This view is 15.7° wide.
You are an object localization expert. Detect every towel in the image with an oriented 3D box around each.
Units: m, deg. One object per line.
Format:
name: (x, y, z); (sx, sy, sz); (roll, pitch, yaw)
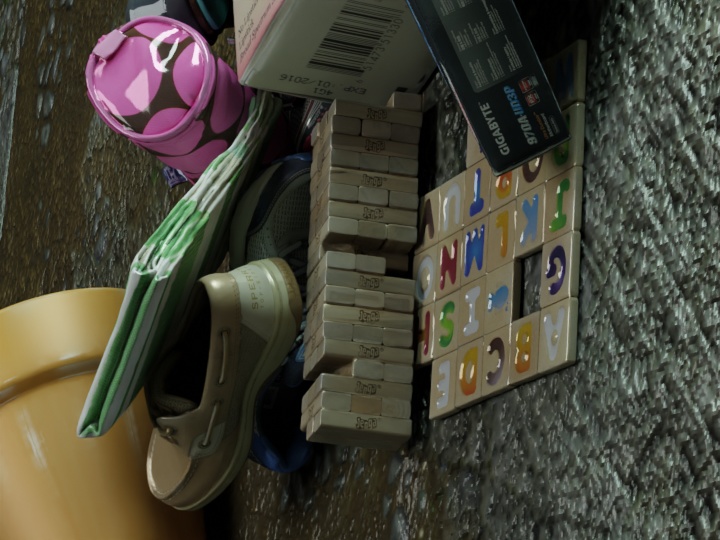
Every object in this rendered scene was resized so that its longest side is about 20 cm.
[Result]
towel: (-0.106, -0.005, 1.540); (0.200, 0.023, 0.153); (-61, -5, -49)

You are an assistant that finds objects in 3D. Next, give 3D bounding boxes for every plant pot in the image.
plant pot: (-0.187, 0.143, 1.750); (0.200, 0.199, 0.184); (-58, 46, 45)

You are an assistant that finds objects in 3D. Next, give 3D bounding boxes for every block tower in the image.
block tower: (0.000, 0.000, 1.471); (0.054, 0.057, 0.201); (128, 148, -67)

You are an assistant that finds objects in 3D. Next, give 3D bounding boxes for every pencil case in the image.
pencil case: (-0.109, -0.102, 1.628); (0.091, 0.094, 0.200); (-41, -15, 2)

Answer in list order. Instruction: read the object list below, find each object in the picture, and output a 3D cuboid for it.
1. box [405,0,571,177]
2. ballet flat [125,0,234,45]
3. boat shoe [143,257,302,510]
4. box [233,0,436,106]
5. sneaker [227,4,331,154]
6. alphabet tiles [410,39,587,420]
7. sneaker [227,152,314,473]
box: (0.033, -0.167, 1.303); (0.201, 0.046, 0.159); (63, -177, -31)
ballet flat: (-0.111, -0.180, 1.718); (0.200, 0.073, 0.073); (-57, -16, -71)
boat shoe: (-0.098, 0.068, 1.537); (0.071, 0.064, 0.201); (59, 140, 35)
box: (-0.008, -0.212, 1.517); (0.128, 0.108, 0.201); (125, 147, -50)
sneaker: (-0.044, -0.140, 1.631); (0.201, 0.074, 0.081); (-104, 31, -45)
alphabet tiles: (0.069, -0.014, 1.378); (0.200, 0.008, 0.168); (151, 125, -63)
sneaker: (-0.036, 0.030, 1.563); (0.085, 0.077, 0.201); (41, 127, 55)
